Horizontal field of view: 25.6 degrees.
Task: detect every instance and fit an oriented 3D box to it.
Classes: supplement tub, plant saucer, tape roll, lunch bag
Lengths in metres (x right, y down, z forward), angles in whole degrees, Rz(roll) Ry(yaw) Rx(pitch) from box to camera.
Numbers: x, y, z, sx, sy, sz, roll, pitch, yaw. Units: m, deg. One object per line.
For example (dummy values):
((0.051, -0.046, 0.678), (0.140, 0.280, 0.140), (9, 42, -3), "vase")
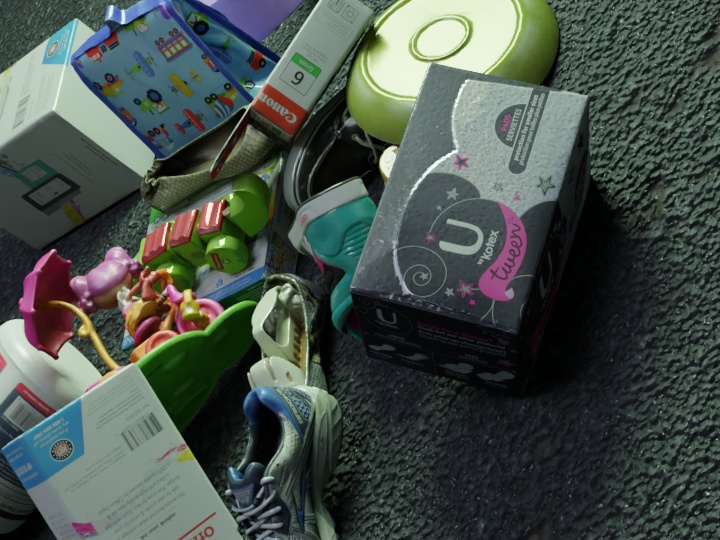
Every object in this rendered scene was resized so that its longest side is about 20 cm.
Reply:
((-0.347, 0.161, 1.530), (0.200, 0.140, 0.140), (-48, 34, 6), "supplement tub")
((0.074, -0.193, 1.380), (0.198, 0.031, 0.202), (-15, 45, 15), "plant saucer")
((-0.127, -0.301, 1.705), (0.199, 0.066, 0.201), (-35, 24, 18), "tape roll")
((-0.187, -0.196, 1.603), (0.150, 0.200, 0.095), (-23, 44, 35), "lunch bag")

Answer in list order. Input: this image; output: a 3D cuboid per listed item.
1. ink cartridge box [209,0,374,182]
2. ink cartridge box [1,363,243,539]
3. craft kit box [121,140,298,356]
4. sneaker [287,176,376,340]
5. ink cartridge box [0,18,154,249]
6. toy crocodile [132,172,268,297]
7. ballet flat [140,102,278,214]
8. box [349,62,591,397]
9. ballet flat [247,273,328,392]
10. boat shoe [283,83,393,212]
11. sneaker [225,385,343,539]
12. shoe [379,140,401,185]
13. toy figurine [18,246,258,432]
((-0.065, -0.156, 1.439), (0.201, 0.050, 0.109), (-58, 4, -4), "ink cartridge box")
((-0.180, 0.192, 1.257), (0.115, 0.201, 0.068), (-33, 2, -30), "ink cartridge box")
((-0.138, -0.026, 1.536), (0.199, 0.048, 0.199), (-25, 46, 35), "craft kit box")
((0.000, 0.000, 1.315), (0.083, 0.122, 0.200), (-25, -6, -4), "sneaker")
((-0.347, -0.151, 1.803), (0.199, 0.146, 0.148), (-27, 42, 33), "ink cartridge box")
((-0.155, -0.028, 1.466), (0.199, 0.062, 0.068), (-24, 43, 37), "toy crocodile")
((-0.144, -0.117, 1.547), (0.199, 0.046, 0.068), (-28, 42, 32), "ballet flat")
((0.086, -0.032, 1.164), (0.131, 0.115, 0.202), (13, 66, 15), "box")
((-0.066, 0.081, 1.330), (0.072, 0.072, 0.202), (-31, 40, 28), "ballet flat")
((0.005, -0.132, 1.432), (0.201, 0.071, 0.064), (-55, 34, -6), "boat shoe")
((-0.068, 0.182, 1.207), (0.077, 0.085, 0.202), (-20, 61, 39), "sneaker")
((0.070, -0.034, 1.293), (0.069, 0.054, 0.201), (-21, 41, -4), "shoe")
((-0.218, 0.044, 1.422), (0.200, 0.151, 0.184), (-41, 65, -17), "toy figurine")
